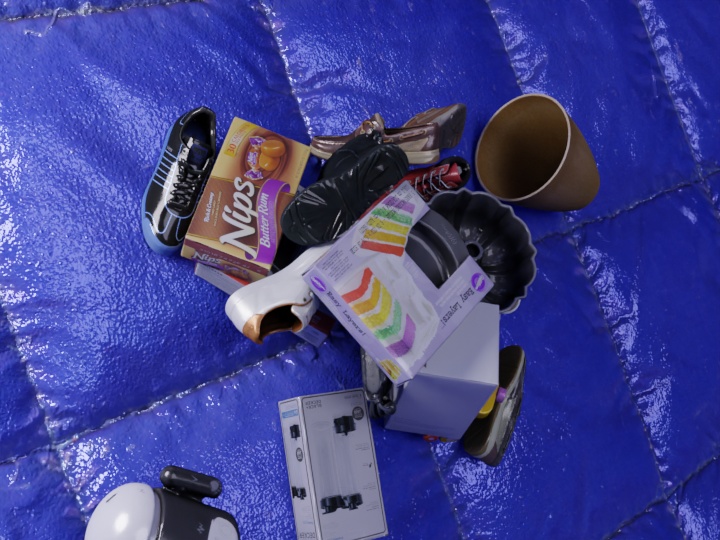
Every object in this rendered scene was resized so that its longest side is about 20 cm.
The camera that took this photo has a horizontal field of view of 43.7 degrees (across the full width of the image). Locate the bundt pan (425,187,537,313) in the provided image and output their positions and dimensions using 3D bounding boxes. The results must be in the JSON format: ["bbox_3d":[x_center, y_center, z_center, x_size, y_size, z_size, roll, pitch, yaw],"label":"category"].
[{"bbox_3d":[0.154,-0.014,1.315,0.198,0.076,0.205,5,65,-10],"label":"bundt pan"}]

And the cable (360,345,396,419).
[{"bbox_3d":[0.026,0.100,1.232,0.050,0.163,0.204,-6,80,3],"label":"cable"}]

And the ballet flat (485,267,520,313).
[{"bbox_3d":[0.181,-0.001,1.406,0.069,0.070,0.201,-15,53,-37],"label":"ballet flat"}]

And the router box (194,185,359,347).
[{"bbox_3d":[-0.098,-0.024,1.227,0.198,0.049,0.181,30,59,-3],"label":"router box"}]

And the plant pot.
[{"bbox_3d":[0.330,-0.179,1.555,0.199,0.185,0.190,21,64,-44],"label":"plant pot"}]

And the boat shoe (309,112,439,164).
[{"bbox_3d":[0.022,-0.200,1.341,0.196,0.072,0.073,2,111,1],"label":"boat shoe"}]

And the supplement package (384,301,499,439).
[{"bbox_3d":[0.111,0.137,1.247,0.118,0.201,0.123,9,59,-5],"label":"supplement package"}]

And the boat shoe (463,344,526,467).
[{"bbox_3d":[0.221,0.214,1.420,0.066,0.071,0.203,46,54,-29],"label":"boat shoe"}]

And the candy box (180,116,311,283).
[{"bbox_3d":[-0.148,-0.092,1.182,0.115,0.057,0.202,21,59,-7],"label":"candy box"}]

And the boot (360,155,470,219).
[{"bbox_3d":[0.073,-0.117,1.356,0.199,0.143,0.073,-32,102,-35],"label":"boot"}]

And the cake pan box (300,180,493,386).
[{"bbox_3d":[0.053,0.011,1.131,0.200,0.052,0.185,-42,95,-31],"label":"cake pan box"}]

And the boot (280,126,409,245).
[{"bbox_3d":[-0.029,-0.115,1.195,0.197,0.162,0.074,-36,108,-4],"label":"boot"}]

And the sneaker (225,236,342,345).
[{"bbox_3d":[-0.066,0.032,1.132,0.198,0.073,0.085,-31,53,-18],"label":"sneaker"}]

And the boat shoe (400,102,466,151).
[{"bbox_3d":[0.117,-0.235,1.464,0.200,0.071,0.077,-35,139,-56],"label":"boat shoe"}]

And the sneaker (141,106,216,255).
[{"bbox_3d":[-0.234,-0.122,1.176,0.069,0.078,0.203,18,66,-30],"label":"sneaker"}]

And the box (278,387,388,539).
[{"bbox_3d":[-0.038,0.268,1.217,0.115,0.060,0.203,-3,78,-37],"label":"box"}]

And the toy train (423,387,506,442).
[{"bbox_3d":[0.136,0.177,1.378,0.199,0.056,0.150,-37,73,-27],"label":"toy train"}]

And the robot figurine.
[{"bbox_3d":[-0.219,0.322,1.033,0.198,0.125,0.152,27,39,-27],"label":"robot figurine"}]
